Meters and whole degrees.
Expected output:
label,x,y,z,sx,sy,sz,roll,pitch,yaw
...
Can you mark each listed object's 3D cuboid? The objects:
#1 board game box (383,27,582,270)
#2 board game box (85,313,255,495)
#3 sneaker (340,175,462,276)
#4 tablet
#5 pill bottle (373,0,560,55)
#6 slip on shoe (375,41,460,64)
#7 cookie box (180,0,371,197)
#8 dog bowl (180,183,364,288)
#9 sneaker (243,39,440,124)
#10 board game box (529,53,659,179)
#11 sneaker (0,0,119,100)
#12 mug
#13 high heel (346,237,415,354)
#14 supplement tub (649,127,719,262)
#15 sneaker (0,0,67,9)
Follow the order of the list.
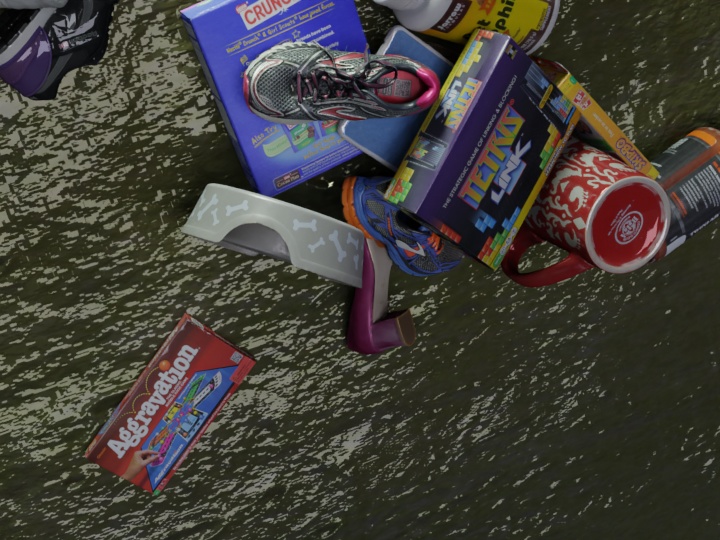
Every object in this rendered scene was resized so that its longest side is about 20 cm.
label,x,y,z,sx,sy,sz,roll,pitch,yaw
board game box,0.134,-0.123,1.035,0.165,0.056,0.202,28,90,-47
board game box,-0.220,0.158,1.136,0.102,0.019,0.201,35,95,-25
sneaker,0.062,-0.048,1.097,0.199,0.078,0.077,27,63,-47
tablet,0.080,-0.158,1.059,0.198,0.014,0.131,29,93,-30
pill bottle,0.106,-0.295,1.022,0.197,0.109,0.111,6,107,-34
slip on shoe,0.105,-0.206,1.099,0.197,0.061,0.077,14,104,-23
cookie box,-0.072,-0.206,1.026,0.169,0.075,0.202,-26,116,-12
dog bowl,-0.085,-0.037,1.023,0.197,0.200,0.060,18,89,-24
sneaker,-0.018,-0.187,0.963,0.196,0.075,0.082,-6,102,-12
board game box,0.263,-0.178,1.146,0.030,0.096,0.200,-46,117,2
sneaker,-0.272,-0.253,0.954,0.200,0.076,0.088,-43,136,0
mug,0.252,-0.060,1.126,0.131,0.200,0.181,-2,109,-19
high heel,0.000,0.000,1.150,0.067,0.095,0.203,-32,108,-51
supplement tub,0.410,-0.105,1.218,0.199,0.107,0.108,-35,116,-4
sneaker,-0.325,-0.336,0.890,0.114,0.074,0.204,-2,82,16
